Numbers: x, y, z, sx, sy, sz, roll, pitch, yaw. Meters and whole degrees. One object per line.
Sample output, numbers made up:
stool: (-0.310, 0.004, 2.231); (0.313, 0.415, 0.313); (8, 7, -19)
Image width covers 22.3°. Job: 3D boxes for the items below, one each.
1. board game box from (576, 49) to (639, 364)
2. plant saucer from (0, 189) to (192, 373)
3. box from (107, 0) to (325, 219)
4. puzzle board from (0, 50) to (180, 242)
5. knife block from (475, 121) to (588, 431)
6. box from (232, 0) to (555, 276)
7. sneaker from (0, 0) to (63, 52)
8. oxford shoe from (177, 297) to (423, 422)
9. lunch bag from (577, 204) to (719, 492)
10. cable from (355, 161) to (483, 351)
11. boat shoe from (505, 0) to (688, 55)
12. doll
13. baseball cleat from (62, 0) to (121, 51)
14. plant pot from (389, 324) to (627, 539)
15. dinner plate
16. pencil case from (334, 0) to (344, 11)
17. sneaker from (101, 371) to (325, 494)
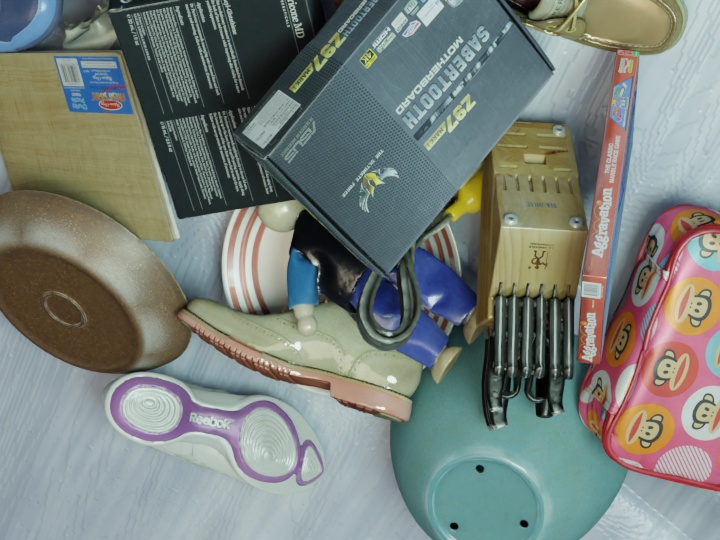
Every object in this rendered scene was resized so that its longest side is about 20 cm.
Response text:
board game box: (0.174, -0.046, 1.284); (0.019, 0.201, 0.103); (8, 145, 9)
plant saucer: (-0.232, 0.021, 1.474); (0.199, 0.037, 0.201); (19, 142, 16)
box: (-0.090, -0.144, 1.343); (0.140, 0.079, 0.201); (-7, 134, 7)
puzzle board: (-0.223, -0.101, 1.432); (0.199, 0.017, 0.152); (6, 117, 45)
knife block: (0.118, 0.011, 1.339); (0.063, 0.201, 0.177); (4, 128, -4)
box: (0.027, -0.118, 1.277); (0.200, 0.051, 0.158); (-49, 134, -4)
sneaker: (-0.325, -0.210, 1.409); (0.198, 0.082, 0.075); (6, 94, 18)
oxford shoe: (-0.044, 0.053, 1.431); (0.198, 0.071, 0.074); (21, 82, 4)
lunch bag: (0.273, 0.064, 1.362); (0.175, 0.082, 0.201); (15, 105, -18)
cable: (0.038, -0.037, 1.356); (0.097, 0.201, 0.050); (33, 144, -1)
boat shoe: (0.138, -0.200, 1.317); (0.198, 0.066, 0.075); (20, 116, 6)
doll: (0.000, 0.000, 1.395); (0.200, 0.049, 0.137); (39, 77, 11)
baseball cleat: (-0.129, -0.185, 1.403); (0.199, 0.070, 0.107); (-18, 122, 24)
plant pot: (0.109, 0.153, 1.434); (0.198, 0.135, 0.202); (5, 113, 13)
dinner plate: (-0.015, 0.001, 1.451); (0.198, 0.024, 0.202); (3, 102, 14)
pencil case: (0.016, -0.191, 1.338); (0.082, 0.086, 0.202); (11, 122, 41)
sneaker: (-0.123, 0.128, 1.527); (0.199, 0.100, 0.075); (23, 83, -16)
